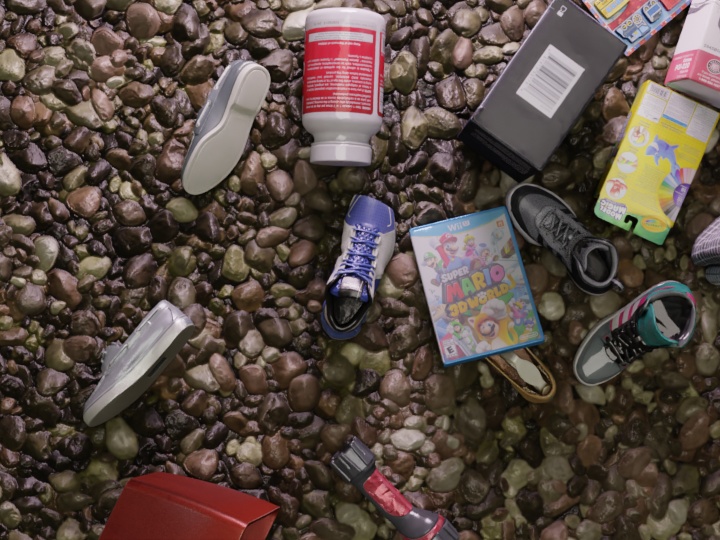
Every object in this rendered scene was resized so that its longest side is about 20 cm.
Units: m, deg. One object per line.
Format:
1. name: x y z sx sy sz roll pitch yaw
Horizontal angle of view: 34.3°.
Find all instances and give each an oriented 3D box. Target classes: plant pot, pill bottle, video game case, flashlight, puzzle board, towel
1. plant pot: -0.245 0.373 1.550 0.175 0.200 0.201 26 89 9
2. pill bottle: -0.024 -0.246 1.586 0.111 0.112 0.203 2 90 -1
3. video game case: 0.158 0.020 1.605 0.141 0.018 0.202 -13 70 -1
4. flashlight: 0.047 0.315 1.611 0.068 0.068 0.200 -43 92 0
5. puzzle board: 0.404 -0.423 1.643 0.200 0.017 0.151 -40 91 -1
6. towel: 0.548 -0.069 1.575 0.200 0.166 0.086 -41 85 -1

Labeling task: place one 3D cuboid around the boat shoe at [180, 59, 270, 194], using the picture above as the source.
1. boat shoe: -0.196 -0.201 1.619 0.062 0.073 0.201 35 98 42

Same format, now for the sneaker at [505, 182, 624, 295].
1. sneaker: 0.285 -0.045 1.589 0.200 0.114 0.076 44 89 -5

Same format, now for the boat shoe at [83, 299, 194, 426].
1. boat shoe: -0.317 0.125 1.609 0.071 0.070 0.201 43 89 16

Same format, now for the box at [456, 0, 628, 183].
1. box: 0.235 -0.234 1.548 0.117 0.200 0.198 36 90 0

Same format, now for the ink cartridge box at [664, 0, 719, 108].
1. ink cartridge box: 0.527 -0.329 1.606 0.144 0.085 0.202 19 88 -10

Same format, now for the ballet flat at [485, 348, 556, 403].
1. ballet flat: 0.199 0.105 1.616 0.200 0.063 0.069 42 89 -1

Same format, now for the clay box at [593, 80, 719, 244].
1. clay box: 0.407 -0.148 1.628 0.114 0.048 0.202 24 91 -1

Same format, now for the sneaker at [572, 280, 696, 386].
1. sneaker: 0.382 0.089 1.591 0.200 0.121 0.084 -41 91 -1

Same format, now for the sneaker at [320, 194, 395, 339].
1. sneaker: 0.000 0.001 1.585 0.080 0.115 0.202 16 90 -2
